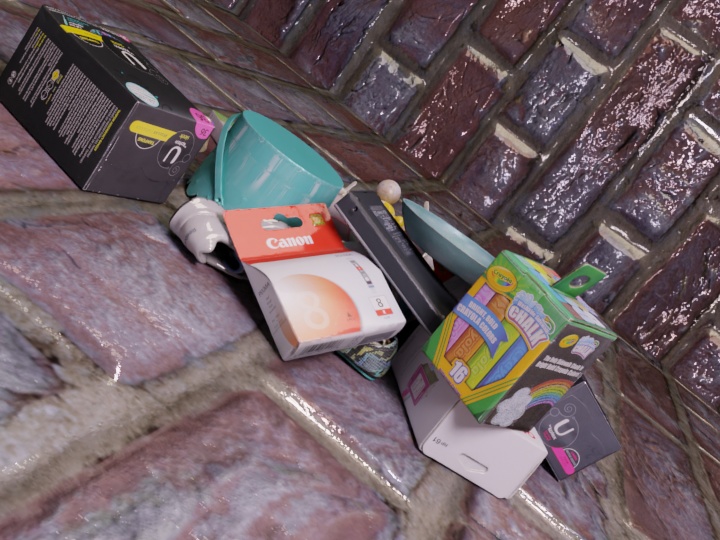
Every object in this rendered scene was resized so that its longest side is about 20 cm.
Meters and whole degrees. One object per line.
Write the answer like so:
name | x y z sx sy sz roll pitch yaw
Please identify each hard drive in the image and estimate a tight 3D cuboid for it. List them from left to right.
hard drive | 0.052 -0.013 1.124 0.201 0.033 0.140 54 13 4

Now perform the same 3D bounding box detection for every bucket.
bucket | -0.132 -0.122 1.246 0.207 0.135 0.207 36 13 -10

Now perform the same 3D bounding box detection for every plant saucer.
plant saucer | 0.128 -0.025 1.180 0.199 0.036 0.200 35 11 -7

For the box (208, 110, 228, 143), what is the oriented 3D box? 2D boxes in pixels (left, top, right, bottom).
box | -0.186 -0.200 1.561 0.144 0.036 0.200 25 20 -41

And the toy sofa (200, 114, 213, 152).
toy sofa | -0.305 -0.230 1.239 0.199 0.098 0.083 33 16 -17

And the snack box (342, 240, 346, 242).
snack box | 0.000 0.000 1.320 0.024 0.072 0.200 43 15 26

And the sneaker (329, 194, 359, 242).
sneaker | -0.017 -0.057 1.375 0.104 0.076 0.200 30 -14 19

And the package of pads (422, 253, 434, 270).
package of pads | 0.183 0.062 1.459 0.200 0.068 0.155 50 -15 43

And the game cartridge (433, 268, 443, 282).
game cartridge | 0.164 0.075 1.337 0.130 0.038 0.201 40 -26 43

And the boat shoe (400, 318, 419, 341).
boat shoe | 0.092 0.088 1.306 0.200 0.072 0.068 -109 175 -66

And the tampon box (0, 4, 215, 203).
tampon box | -0.309 -0.197 1.066 0.200 0.127 0.150 44 16 20

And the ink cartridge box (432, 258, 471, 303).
ink cartridge box | 0.146 0.081 1.270 0.174 0.043 0.201 45 -22 43

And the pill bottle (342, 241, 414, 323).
pill bottle | 0.007 0.020 1.198 0.111 0.111 0.200 44 16 24

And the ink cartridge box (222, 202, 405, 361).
ink cartridge box | -0.053 -0.003 1.027 0.161 0.050 0.201 -8 66 -40

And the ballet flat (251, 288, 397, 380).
ballet flat | -0.038 0.052 1.079 0.199 0.074 0.074 35 14 -10

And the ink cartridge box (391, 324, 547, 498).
ink cartridge box | 0.130 0.168 1.095 0.144 0.085 0.200 32 17 -21

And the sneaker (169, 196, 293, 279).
sneaker | -0.141 -0.022 1.080 0.199 0.075 0.087 12 37 -43

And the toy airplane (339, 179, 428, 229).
toy airplane | 0.041 -0.088 1.548 0.199 0.142 0.199 15 3 -25

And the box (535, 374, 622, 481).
box | 0.293 0.195 1.301 0.123 0.106 0.200 58 10 -13

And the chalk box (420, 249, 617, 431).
chalk box | 0.191 0.064 0.991 0.124 0.200 0.124 19 25 -49
